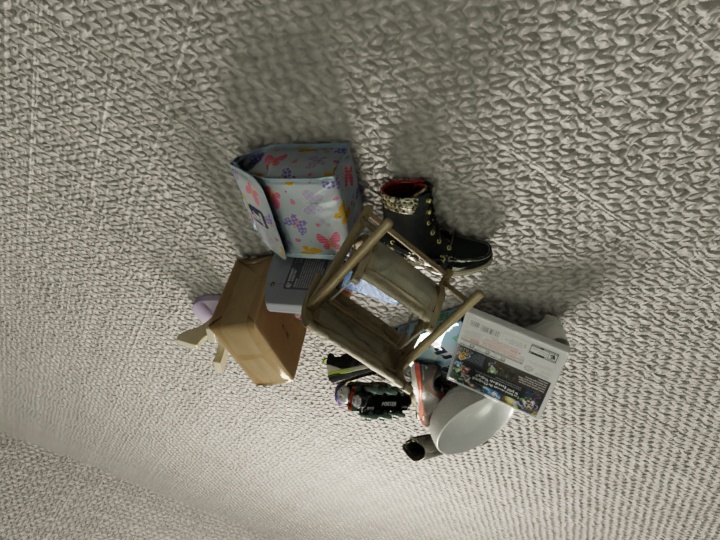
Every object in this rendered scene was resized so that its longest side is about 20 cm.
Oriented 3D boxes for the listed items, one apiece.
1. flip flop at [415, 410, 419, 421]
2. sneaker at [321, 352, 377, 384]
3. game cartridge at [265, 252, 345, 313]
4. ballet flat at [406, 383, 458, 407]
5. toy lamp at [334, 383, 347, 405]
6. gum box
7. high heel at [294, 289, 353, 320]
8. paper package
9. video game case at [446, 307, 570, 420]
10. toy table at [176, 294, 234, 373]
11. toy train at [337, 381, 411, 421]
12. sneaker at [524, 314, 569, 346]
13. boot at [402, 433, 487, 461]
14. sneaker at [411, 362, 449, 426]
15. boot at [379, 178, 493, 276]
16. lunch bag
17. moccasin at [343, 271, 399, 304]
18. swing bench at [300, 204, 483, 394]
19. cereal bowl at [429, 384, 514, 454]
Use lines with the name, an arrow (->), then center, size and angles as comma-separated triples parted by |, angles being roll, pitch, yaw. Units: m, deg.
flip flop -> 0.235, 0.350, 1.355 | 0.198, 0.081, 0.058 | 0, 115, 20
sneaker -> 0.008, 0.198, 1.255 | 0.198, 0.084, 0.072 | -15, 161, 0
game cartridge -> -0.089, -0.010, 0.953 | 0.131, 0.201, 0.041 | 6, 141, 13
ballet flat -> 0.183, 0.307, 1.321 | 0.198, 0.063, 0.069 | -11, 111, 27
toy lamp -> -0.026, 0.282, 1.373 | 0.058, 0.059, 0.201 | 18, 139, -2
gum box -> 0.183, 0.166, 1.180 | 0.199, 0.045, 0.170 | -25, 126, 37
high heel -> -0.065, 0.057, 1.036 | 0.095, 0.200, 0.068 | 27, 104, -5
paper package -> -0.196, 0.101, 1.121 | 0.102, 0.192, 0.201 | -7, 136, 19
video game case -> 0.279, 0.181, 1.059 | 0.198, 0.023, 0.183 | 22, 126, 18
toy table -> -0.313, 0.143, 1.268 | 0.198, 0.118, 0.185 | 6, 139, 13
toy train -> 0.034, 0.303, 1.293 | 0.113, 0.086, 0.199 | 10, 177, 42
sneaker -> 0.332, 0.162, 1.091 | 0.070, 0.081, 0.200 | 30, 131, -19
boot -> 0.193, 0.428, 1.361 | 0.198, 0.073, 0.182 | -10, 167, -26
sneaker -> 0.163, 0.284, 1.228 | 0.081, 0.078, 0.201 | -8, 133, 8
boot -> 0.125, -0.071, 0.913 | 0.201, 0.074, 0.155 | 6, 136, 11
lunch bag -> -0.105, -0.110, 0.905 | 0.198, 0.128, 0.171 | 5, 134, 18
moccasin -> 0.000, 0.000, 1.040 | 0.198, 0.069, 0.081 | 27, 147, -10
swing bench -> 0.039, 0.044, 0.841 | 0.198, 0.130, 0.201 | 36, 95, -20
cereal bowl -> 0.235, 0.310, 1.200 | 0.198, 0.084, 0.202 | -16, 134, -17
